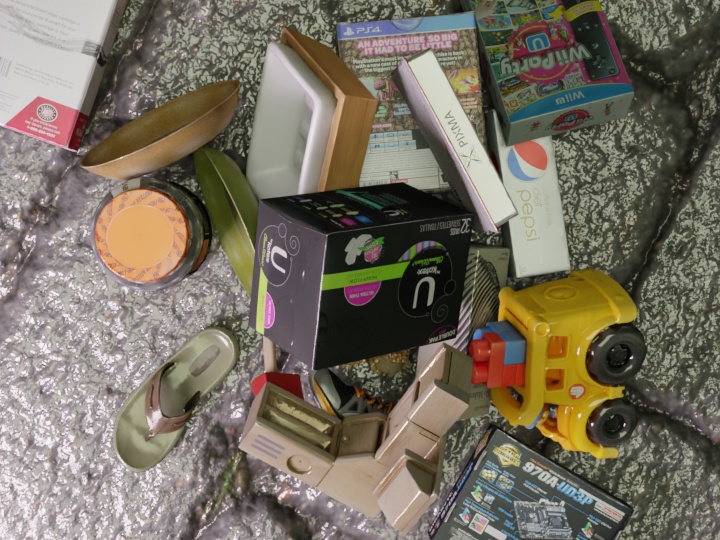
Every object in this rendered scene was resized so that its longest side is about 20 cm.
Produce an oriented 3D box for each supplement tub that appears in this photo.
[{"bbox_3d":[-0.230,-0.041,1.321,0.122,0.200,0.124,0,92,-3],"label":"supplement tub"}]

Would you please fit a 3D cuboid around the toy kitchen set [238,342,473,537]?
[{"bbox_3d":[-0.008,0.168,1.246,0.180,0.164,0.200,29,122,-10],"label":"toy kitchen set"}]

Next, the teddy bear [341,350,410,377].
[{"bbox_3d":[0.028,0.028,1.412,0.144,0.067,0.202,-2,100,2],"label":"teddy bear"}]

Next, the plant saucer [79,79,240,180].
[{"bbox_3d":[-0.215,-0.151,1.325,0.199,0.200,0.036,-27,110,-1],"label":"plant saucer"}]

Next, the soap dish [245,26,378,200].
[{"bbox_3d":[-0.056,-0.144,1.321,0.081,0.158,0.201,-6,129,-29],"label":"soap dish"}]

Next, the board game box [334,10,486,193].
[{"bbox_3d":[0.057,-0.187,1.380,0.158,0.097,0.202,-5,93,-3],"label":"board game box"}]

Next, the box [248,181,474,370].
[{"bbox_3d":[0.000,0.000,1.252,0.199,0.124,0.150,-10,116,-38],"label":"box"}]

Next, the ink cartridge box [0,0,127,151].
[{"bbox_3d":[-0.365,-0.256,1.362,0.144,0.083,0.201,19,91,-3],"label":"ink cartridge box"}]

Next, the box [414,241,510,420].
[{"bbox_3d":[0.117,0.068,1.388,0.068,0.082,0.202,10,98,35],"label":"box"}]

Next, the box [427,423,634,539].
[{"bbox_3d":[0.204,0.304,1.435,0.199,0.046,0.160,30,91,-4],"label":"box"}]

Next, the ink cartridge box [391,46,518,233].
[{"bbox_3d":[0.102,-0.136,1.248,0.045,0.176,0.201,-29,94,-1],"label":"ink cartridge box"}]

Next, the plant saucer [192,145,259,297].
[{"bbox_3d":[-0.134,-0.051,1.330,0.031,0.200,0.201,-23,94,-14],"label":"plant saucer"}]

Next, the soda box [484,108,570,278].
[{"bbox_3d":[0.197,-0.095,1.409,0.068,0.064,0.202,-9,92,-3],"label":"soda box"}]

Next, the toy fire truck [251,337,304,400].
[{"bbox_3d":[-0.086,0.049,1.384,0.048,0.141,0.201,6,54,-32],"label":"toy fire truck"}]

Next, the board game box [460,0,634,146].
[{"bbox_3d":[0.211,-0.257,1.365,0.147,0.064,0.201,-14,70,-3],"label":"board game box"}]

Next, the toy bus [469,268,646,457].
[{"bbox_3d":[0.206,0.115,1.342,0.191,0.136,0.201,-8,114,-17],"label":"toy bus"}]

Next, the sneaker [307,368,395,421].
[{"bbox_3d":[0.013,0.179,1.409,0.077,0.078,0.200,-42,104,0],"label":"sneaker"}]

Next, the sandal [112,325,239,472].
[{"bbox_3d":[-0.222,0.147,1.401,0.080,0.057,0.201,38,90,-4],"label":"sandal"}]
